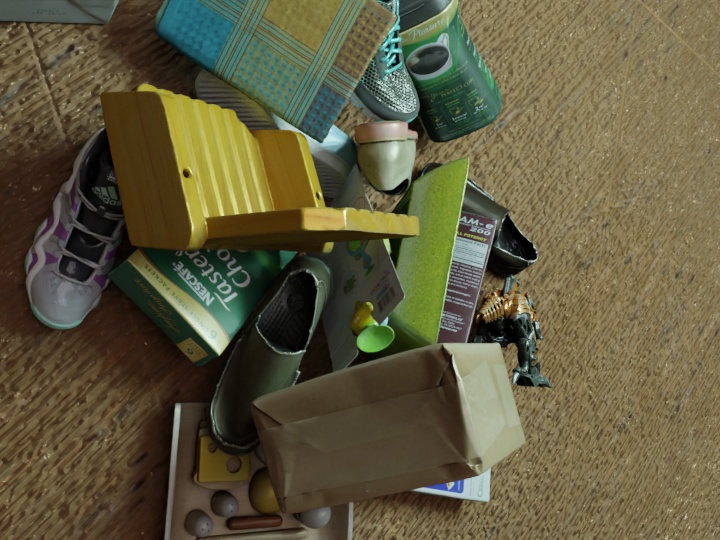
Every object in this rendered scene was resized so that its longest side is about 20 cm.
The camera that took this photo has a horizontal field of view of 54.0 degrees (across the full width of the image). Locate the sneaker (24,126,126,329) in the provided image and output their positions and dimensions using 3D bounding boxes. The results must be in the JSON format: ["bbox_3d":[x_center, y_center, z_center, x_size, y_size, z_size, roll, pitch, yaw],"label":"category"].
[{"bbox_3d":[-0.230,-0.051,0.613,0.077,0.139,0.202,19,73,-28],"label":"sneaker"}]

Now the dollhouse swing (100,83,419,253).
[{"bbox_3d":[-0.071,-0.091,0.597,0.199,0.175,0.184,0,73,-60],"label":"dollhouse swing"}]

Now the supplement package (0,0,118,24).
[{"bbox_3d":[-0.291,-0.343,0.630,0.120,0.119,0.202,-10,88,-31],"label":"supplement package"}]

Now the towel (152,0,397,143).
[{"bbox_3d":[-0.084,-0.238,0.679,0.199,0.022,0.147,32,103,-6],"label":"towel"}]

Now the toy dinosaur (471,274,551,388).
[{"bbox_3d":[0.171,0.070,0.859,0.199,0.102,0.137,13,79,-42],"label":"toy dinosaur"}]

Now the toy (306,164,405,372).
[{"bbox_3d":[0.000,0.000,0.706,0.047,0.115,0.201,21,33,-28],"label":"toy"}]

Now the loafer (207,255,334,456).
[{"bbox_3d":[-0.088,0.076,0.655,0.075,0.070,0.202,23,85,2],"label":"loafer"}]

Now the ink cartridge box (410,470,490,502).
[{"bbox_3d":[0.068,0.205,0.815,0.199,0.039,0.101,20,67,-30],"label":"ink cartridge box"}]

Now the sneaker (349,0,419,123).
[{"bbox_3d":[0.010,-0.242,0.722,0.078,0.091,0.201,-43,109,-29],"label":"sneaker"}]

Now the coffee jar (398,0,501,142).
[{"bbox_3d":[0.086,-0.253,0.823,0.200,0.103,0.086,53,28,-40],"label":"coffee jar"}]

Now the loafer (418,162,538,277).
[{"bbox_3d":[0.157,-0.070,0.896,0.199,0.071,0.073,37,66,-22],"label":"loafer"}]

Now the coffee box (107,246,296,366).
[{"bbox_3d":[-0.136,-0.019,0.691,0.123,0.044,0.200,51,43,-16],"label":"coffee box"}]

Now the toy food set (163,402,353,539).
[{"bbox_3d":[-0.096,0.206,0.706,0.198,0.060,0.145,7,79,-31],"label":"toy food set"}]

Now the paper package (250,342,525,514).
[{"bbox_3d":[0.034,0.135,0.633,0.200,0.189,0.105,12,62,-66],"label":"paper package"}]

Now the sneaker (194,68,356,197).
[{"bbox_3d":[-0.086,-0.163,0.770,0.199,0.074,0.083,37,49,-26],"label":"sneaker"}]

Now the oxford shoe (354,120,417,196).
[{"bbox_3d":[0.027,-0.118,0.776,0.070,0.200,0.075,-3,96,11],"label":"oxford shoe"}]

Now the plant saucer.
[{"bbox_3d":[0.049,-0.004,0.761,0.047,0.200,0.202,15,74,-7],"label":"plant saucer"}]

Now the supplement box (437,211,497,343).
[{"bbox_3d":[0.103,0.044,0.820,0.060,0.109,0.202,15,71,9],"label":"supplement box"}]
